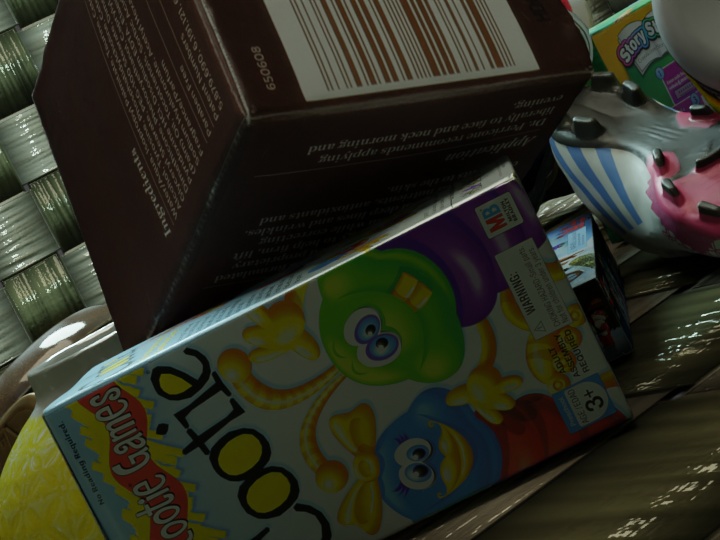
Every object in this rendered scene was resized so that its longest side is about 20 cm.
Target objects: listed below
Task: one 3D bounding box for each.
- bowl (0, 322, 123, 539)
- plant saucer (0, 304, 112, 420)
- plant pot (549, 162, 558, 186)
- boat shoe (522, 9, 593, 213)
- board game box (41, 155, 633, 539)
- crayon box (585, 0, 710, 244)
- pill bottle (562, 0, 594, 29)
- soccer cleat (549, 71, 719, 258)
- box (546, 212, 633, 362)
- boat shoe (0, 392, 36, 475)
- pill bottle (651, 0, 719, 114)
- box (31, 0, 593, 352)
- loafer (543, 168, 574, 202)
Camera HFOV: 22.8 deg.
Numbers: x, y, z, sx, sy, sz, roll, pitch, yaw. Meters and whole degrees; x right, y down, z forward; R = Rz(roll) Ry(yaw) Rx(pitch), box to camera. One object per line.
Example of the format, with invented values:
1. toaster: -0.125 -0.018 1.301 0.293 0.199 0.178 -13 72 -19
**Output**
1. bowl: -0.104 0.080 0.872 0.199 0.108 0.200 -28 6 3
2. plant saucer: -0.241 0.095 1.352 0.200 0.032 0.200 -46 -9 -9
3. plant pot: 0.031 -0.038 1.151 0.198 0.094 0.201 -2 -19 -1
4. boat shoe: 0.075 -0.054 1.015 0.057 0.068 0.201 -60 -10 -62
5. board game box: -0.007 0.048 0.709 0.199 0.104 0.105 -27 5 6
6. crayon box: 0.202 -0.114 1.085 0.199 0.120 0.058 -32 7 -38
7. pill bottle: 0.051 -0.132 1.193 0.198 0.112 0.111 0 2 -9
8. soccer cleat: 0.165 -0.038 0.896 0.070 0.087 0.200 -33 30 -8
9. box: 0.061 0.032 0.867 0.136 0.038 0.200 -27 6 10
10. boat shoe: -0.206 0.134 1.094 0.069 0.074 0.200 -2 -24 -41
11. pill bottle: 0.221 -0.122 0.918 0.109 0.110 0.200 -26 -17 17
12. box: -0.032 -0.083 0.792 0.164 0.165 0.200 -11 -27 -28
13. loafer: 0.149 -0.089 1.274 0.199 0.069 0.070 -16 2 1
